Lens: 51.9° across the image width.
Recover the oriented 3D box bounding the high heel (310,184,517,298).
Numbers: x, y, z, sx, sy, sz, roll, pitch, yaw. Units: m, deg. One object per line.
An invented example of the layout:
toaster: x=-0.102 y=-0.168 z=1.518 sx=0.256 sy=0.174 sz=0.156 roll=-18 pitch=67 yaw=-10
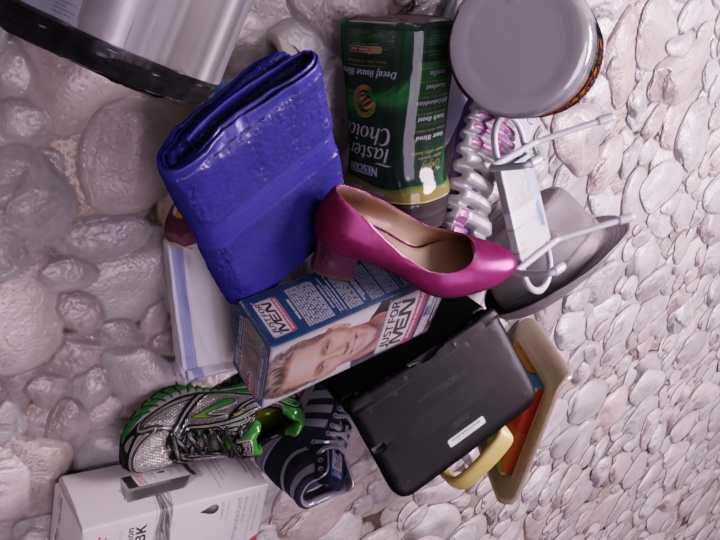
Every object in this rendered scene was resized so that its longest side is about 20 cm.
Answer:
high heel: x=0.057 y=-0.028 z=0.652 sx=0.199 sy=0.068 sz=0.096 roll=-1 pitch=141 yaw=-16

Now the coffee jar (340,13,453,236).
coffee jar: x=0.034 y=-0.136 z=0.702 sx=0.085 sy=0.104 sz=0.201 roll=-23 pitch=121 yaw=-43

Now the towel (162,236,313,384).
towel: x=-0.093 y=0.021 z=0.736 sx=0.199 sy=0.024 sz=0.147 roll=-12 pitch=106 yaw=-25

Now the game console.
game console: x=0.063 y=0.118 z=0.827 sx=0.200 sy=0.116 sz=0.176 roll=-31 pitch=97 yaw=-19

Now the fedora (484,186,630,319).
fedora: x=0.215 y=-0.034 z=0.901 sx=0.200 sy=0.177 sz=0.090 roll=-40 pitch=104 yaw=3

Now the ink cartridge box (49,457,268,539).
ink cartridge box: x=-0.213 y=0.278 z=0.781 sx=0.199 sy=0.083 sz=0.147 roll=-4 pitch=118 yaw=-36

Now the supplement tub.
supplement tub: x=0.161 y=-0.204 z=0.688 sx=0.200 sy=0.122 sz=0.123 roll=-31 pitch=140 yaw=-65

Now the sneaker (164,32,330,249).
sneaker: x=-0.116 y=-0.113 z=0.641 sx=0.200 sy=0.075 sz=0.090 roll=-53 pitch=137 yaw=-12

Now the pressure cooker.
pressure cooker: x=-0.140 y=-0.229 z=0.481 sx=0.176 sy=0.179 sz=0.200 roll=14 pitch=106 yaw=-38

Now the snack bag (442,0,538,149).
snack bag: x=0.140 y=-0.207 z=0.816 sx=0.200 sy=0.021 sz=0.189 roll=11 pitch=108 yaw=-41

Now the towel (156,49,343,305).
towel: x=-0.081 y=-0.069 z=0.601 sx=0.148 sy=0.050 sz=0.200 roll=-41 pitch=152 yaw=-18

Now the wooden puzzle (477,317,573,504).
wooden puzzle: x=0.206 y=0.182 z=0.998 sx=0.037 sy=0.185 sz=0.201 roll=17 pitch=108 yaw=-9

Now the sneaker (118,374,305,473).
sneaker: x=-0.149 y=0.159 z=0.762 sx=0.199 sy=0.085 sz=0.078 roll=-17 pitch=124 yaw=-29

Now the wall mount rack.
wall mount rack: x=0.212 y=-0.080 z=0.783 sx=0.174 sy=0.074 sz=0.201 roll=-31 pitch=112 yaw=-40

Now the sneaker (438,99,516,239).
sneaker: x=0.102 y=-0.103 z=0.789 sx=0.080 sy=0.088 sz=0.201 roll=23 pitch=79 yaw=-40

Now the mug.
mug: x=0.096 y=0.172 z=0.909 sx=0.153 sy=0.149 sz=0.187 roll=-47 pitch=176 yaw=6

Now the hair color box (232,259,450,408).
hair color box: x=-0.017 y=0.045 z=0.702 sx=0.200 sy=0.061 sz=0.100 roll=-21 pitch=147 yaw=-29

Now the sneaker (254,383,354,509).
sneaker: x=-0.029 y=0.177 z=0.847 sx=0.200 sy=0.108 sz=0.070 roll=-53 pitch=134 yaw=0
